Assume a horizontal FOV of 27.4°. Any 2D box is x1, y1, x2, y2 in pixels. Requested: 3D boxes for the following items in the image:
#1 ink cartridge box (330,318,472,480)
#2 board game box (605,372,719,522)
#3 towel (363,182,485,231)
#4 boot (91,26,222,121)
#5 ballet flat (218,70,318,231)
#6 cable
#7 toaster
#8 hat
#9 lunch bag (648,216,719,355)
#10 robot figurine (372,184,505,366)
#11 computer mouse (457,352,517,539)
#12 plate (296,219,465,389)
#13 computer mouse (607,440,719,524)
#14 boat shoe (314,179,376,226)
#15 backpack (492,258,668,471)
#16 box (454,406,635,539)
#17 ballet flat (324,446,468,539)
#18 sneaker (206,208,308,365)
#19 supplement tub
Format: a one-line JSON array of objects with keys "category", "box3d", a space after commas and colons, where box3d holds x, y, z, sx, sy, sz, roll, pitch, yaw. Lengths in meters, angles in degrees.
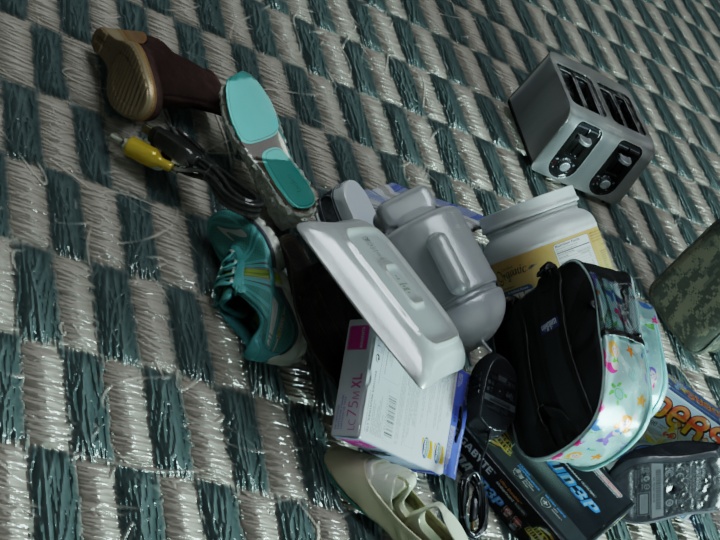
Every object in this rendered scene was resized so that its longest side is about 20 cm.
[{"category": "ink cartridge box", "box3d": [0.045, 0.135, 1.501, 0.200, 0.042, 0.120, 30, 64, -50]}, {"category": "board game box", "box3d": [0.347, 0.191, 1.741, 0.199, 0.136, 0.035, 34, 26, -7]}, {"category": "towel", "box3d": [0.065, -0.073, 1.797, 0.146, 0.024, 0.200, 19, 14, 20]}, {"category": "boot", "box3d": [-0.213, -0.212, 1.701, 0.166, 0.073, 0.200, 18, 23, -34]}, {"category": "ballet flat", "box3d": [-0.118, -0.133, 1.716, 0.072, 0.072, 0.201, -6, 64, -49]}, {"category": "cable", "box3d": [-0.178, -0.104, 1.617, 0.200, 0.051, 0.097, 36, 18, 21]}, {"category": "toaster", "box3d": [0.333, -0.220, 2.254, 0.180, 0.119, 0.201, 21, 36, -29]}, {"category": "hat", "box3d": [-0.009, 0.040, 1.543, 0.201, 0.080, 0.202, -24, 90, -82]}, {"category": "lunch bag", "box3d": [0.539, 0.017, 2.097, 0.167, 0.200, 0.140, -4, 52, -46]}, {"category": "robot figurine", "box3d": [0.086, 0.009, 1.625, 0.201, 0.112, 0.170, 63, -6, 7]}, {"category": "computer mouse", "box3d": [0.125, 0.183, 1.552, 0.058, 0.034, 0.201, 30, 63, -36]}, {"category": "plate", "box3d": [0.032, 0.022, 1.479, 0.200, 0.032, 0.199, 52, 14, 8]}, {"category": "computer mouse", "box3d": [0.372, 0.245, 1.713, 0.198, 0.140, 0.053, -2, 21, -6]}, {"category": "boat shoe", "box3d": [0.000, 0.000, 1.689, 0.072, 0.068, 0.201, -12, 76, -59]}, {"category": "backpack", "box3d": [0.239, 0.114, 1.599, 0.150, 0.177, 0.201, 20, 49, -27]}, {"category": "box", "box3d": [0.191, 0.221, 1.628, 0.200, 0.046, 0.159, 49, 34, 15]}, {"category": "ballet flat", "box3d": [0.048, 0.234, 1.447, 0.200, 0.070, 0.069, 47, 32, 11]}, {"category": "sneaker", "box3d": [-0.119, 0.013, 1.545, 0.079, 0.078, 0.201, -2, 50, -35]}, {"category": "supplement tub", "box3d": [0.233, 0.012, 1.783, 0.144, 0.144, 0.201, -17, 86, -54]}]
